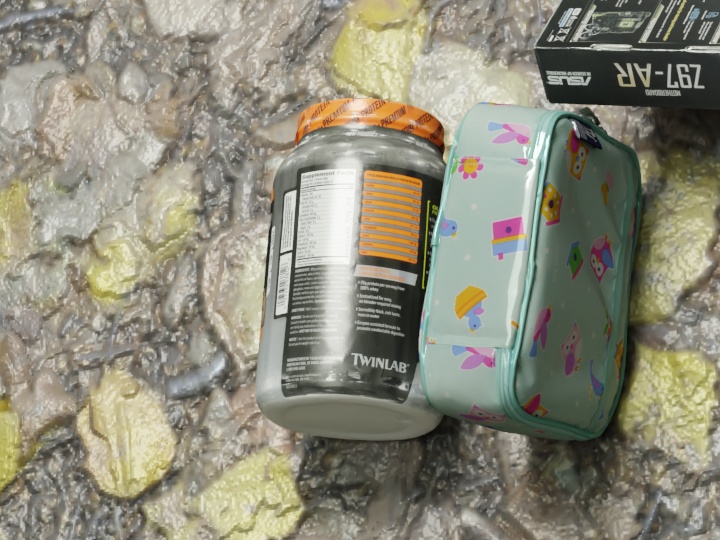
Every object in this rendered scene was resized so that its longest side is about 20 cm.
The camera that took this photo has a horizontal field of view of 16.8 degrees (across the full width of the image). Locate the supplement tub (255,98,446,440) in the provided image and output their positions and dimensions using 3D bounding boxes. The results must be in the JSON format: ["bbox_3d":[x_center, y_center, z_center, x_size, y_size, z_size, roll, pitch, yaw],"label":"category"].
[{"bbox_3d":[0.000,0.000,1.553,0.122,0.122,0.200,-4,71,26],"label":"supplement tub"}]

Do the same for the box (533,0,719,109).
[{"bbox_3d":[0.215,-0.175,1.491,0.160,0.044,0.200,3,41,27],"label":"box"}]

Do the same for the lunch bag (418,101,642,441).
[{"bbox_3d":[0.111,0.000,1.479,0.077,0.160,0.200,4,81,33],"label":"lunch bag"}]
